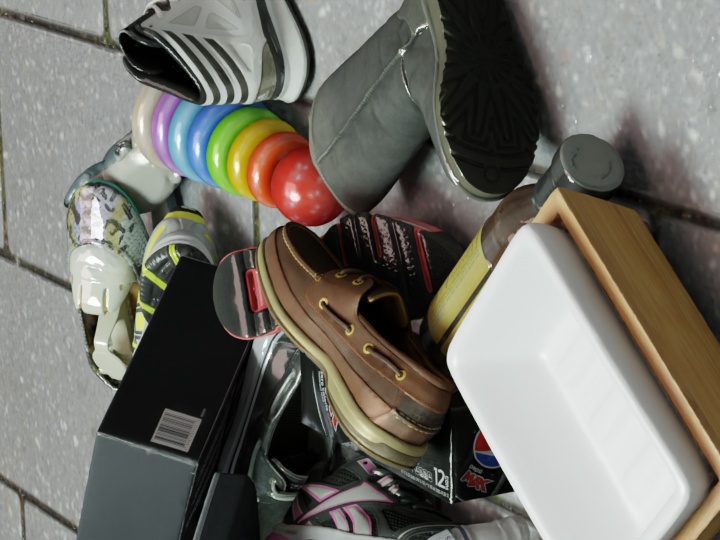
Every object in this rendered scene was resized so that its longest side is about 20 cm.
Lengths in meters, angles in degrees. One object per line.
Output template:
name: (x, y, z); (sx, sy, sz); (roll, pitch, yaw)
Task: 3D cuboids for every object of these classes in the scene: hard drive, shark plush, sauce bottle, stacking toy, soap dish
hard drive: (-0.099, 0.250, 1.766); (0.200, 0.033, 0.140); (-74, -15, -49)
shark plush: (-0.163, -0.105, 2.038); (0.200, 0.091, 0.083); (112, 171, -53)
sauce bottle: (0.097, -0.006, 1.580); (0.200, 0.065, 0.065); (-56, 50, 52)
stacking toy: (-0.074, -0.084, 1.871); (0.200, 0.085, 0.085); (28, 123, 49)
soap dish: (0.140, 0.074, 1.493); (0.200, 0.081, 0.157); (61, 146, 25)

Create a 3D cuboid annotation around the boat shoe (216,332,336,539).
boat shoe: (-0.055, 0.131, 1.894); (0.071, 0.072, 0.200); (-137, 48, -55)

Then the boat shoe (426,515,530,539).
boat shoe: (0.085, 0.219, 1.665); (0.200, 0.067, 0.074); (82, 166, -58)

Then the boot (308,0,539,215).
boot: (0.030, -0.085, 1.669); (0.200, 0.073, 0.182); (-43, 44, 50)

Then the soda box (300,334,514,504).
soda box: (0.035, 0.087, 1.714); (0.200, 0.071, 0.063); (22, 116, 58)

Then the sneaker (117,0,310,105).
sneaker: (-0.121, -0.197, 1.872); (0.201, 0.115, 0.076); (65, 148, 28)

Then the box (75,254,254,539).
box: (-0.131, 0.109, 1.908); (0.200, 0.079, 0.141); (-69, -8, -50)

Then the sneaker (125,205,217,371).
sneaker: (-0.134, 0.039, 2.039); (0.076, 0.075, 0.200); (-83, 6, -48)

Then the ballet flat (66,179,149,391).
ballet flat: (-0.189, 0.022, 2.069); (0.072, 0.072, 0.200); (54, 160, 41)

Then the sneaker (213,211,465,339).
sneaker: (0.000, 0.000, 1.762); (0.200, 0.087, 0.074); (-7, 91, 38)

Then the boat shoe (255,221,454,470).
boat shoe: (0.001, 0.033, 1.652); (0.068, 0.072, 0.200); (-51, 45, 19)

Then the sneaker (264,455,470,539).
sneaker: (0.014, 0.160, 1.774); (0.200, 0.080, 0.086); (3, 66, 47)
